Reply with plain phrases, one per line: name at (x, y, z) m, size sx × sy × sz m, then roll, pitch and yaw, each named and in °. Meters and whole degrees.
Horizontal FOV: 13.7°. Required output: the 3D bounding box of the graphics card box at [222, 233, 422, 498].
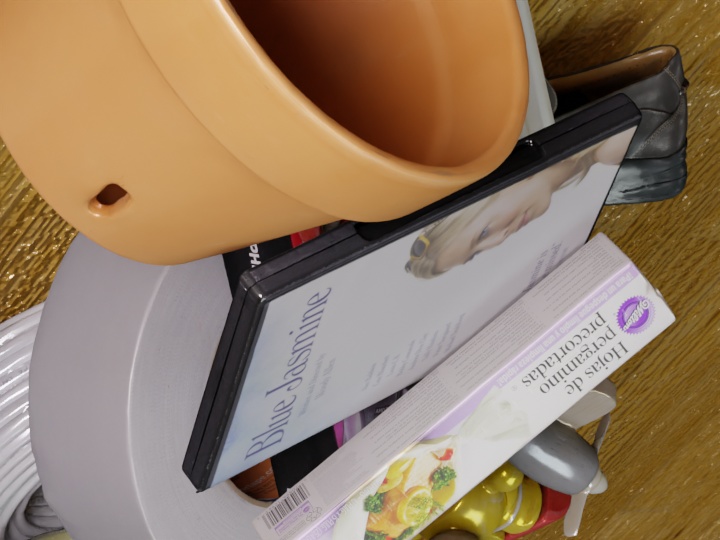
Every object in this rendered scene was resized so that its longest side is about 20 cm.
graphics card box at (0.000, 0.000, 1.329) m, size 0.125 × 0.051 × 0.200 m, roll -33°, pitch 121°, yaw -43°

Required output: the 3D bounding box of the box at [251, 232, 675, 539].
box at (0.043, 0.065, 1.284) m, size 0.200 × 0.041 × 0.039 m, roll -40°, pitch 117°, yaw -1°

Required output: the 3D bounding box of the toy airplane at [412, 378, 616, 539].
toy airplane at (0.034, 0.112, 1.587) m, size 0.199 × 0.141 × 0.200 m, roll -9°, pitch 160°, yaw -7°

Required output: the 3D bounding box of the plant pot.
plant pot at (-0.053, -0.093, 1.148) m, size 0.140 × 0.200 × 0.200 m, roll -30°, pitch 157°, yaw 32°

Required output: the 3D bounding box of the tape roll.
tape roll at (-0.057, 0.051, 1.359) m, size 0.200 × 0.066 × 0.201 m, roll -11°, pitch 105°, yaw -48°

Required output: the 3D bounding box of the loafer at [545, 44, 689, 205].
loafer at (0.070, -0.070, 1.434) m, size 0.200 × 0.073 × 0.072 m, roll -7°, pitch 115°, yaw -32°

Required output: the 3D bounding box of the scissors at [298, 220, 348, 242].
scissors at (0.009, -0.091, 1.260) m, size 0.073 × 0.014 × 0.200 m, roll 48°, pitch 55°, yaw -67°

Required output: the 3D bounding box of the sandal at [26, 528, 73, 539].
sandal at (-0.151, 0.186, 1.455) m, size 0.080 × 0.057 × 0.201 m, roll -7°, pitch 141°, yaw -39°

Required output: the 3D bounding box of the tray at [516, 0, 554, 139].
tray at (0.059, -0.052, 1.336) m, size 0.107 × 0.022 × 0.200 m, roll -38°, pitch 124°, yaw -40°

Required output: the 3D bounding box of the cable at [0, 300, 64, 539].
cable at (-0.139, 0.087, 1.447) m, size 0.200 × 0.069 × 0.200 m, roll -22°, pitch 150°, yaw -19°

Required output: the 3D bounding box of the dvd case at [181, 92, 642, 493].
dvd case at (0.021, 0.009, 1.237) m, size 0.200 × 0.018 × 0.143 m, roll -26°, pitch 155°, yaw -29°
